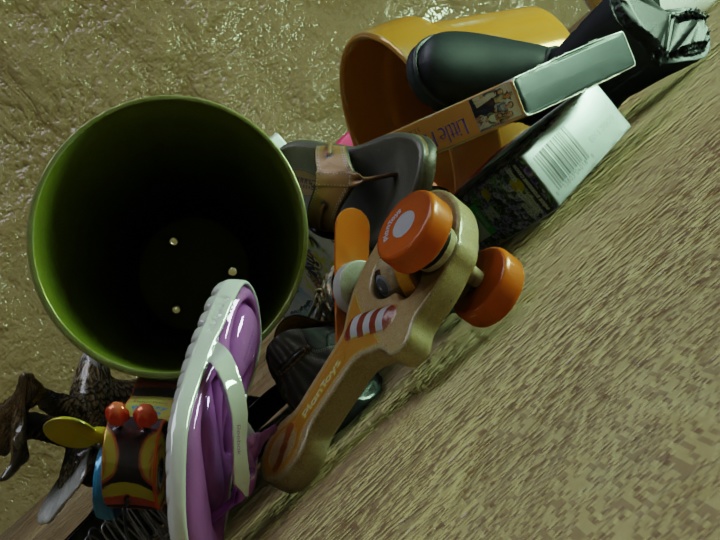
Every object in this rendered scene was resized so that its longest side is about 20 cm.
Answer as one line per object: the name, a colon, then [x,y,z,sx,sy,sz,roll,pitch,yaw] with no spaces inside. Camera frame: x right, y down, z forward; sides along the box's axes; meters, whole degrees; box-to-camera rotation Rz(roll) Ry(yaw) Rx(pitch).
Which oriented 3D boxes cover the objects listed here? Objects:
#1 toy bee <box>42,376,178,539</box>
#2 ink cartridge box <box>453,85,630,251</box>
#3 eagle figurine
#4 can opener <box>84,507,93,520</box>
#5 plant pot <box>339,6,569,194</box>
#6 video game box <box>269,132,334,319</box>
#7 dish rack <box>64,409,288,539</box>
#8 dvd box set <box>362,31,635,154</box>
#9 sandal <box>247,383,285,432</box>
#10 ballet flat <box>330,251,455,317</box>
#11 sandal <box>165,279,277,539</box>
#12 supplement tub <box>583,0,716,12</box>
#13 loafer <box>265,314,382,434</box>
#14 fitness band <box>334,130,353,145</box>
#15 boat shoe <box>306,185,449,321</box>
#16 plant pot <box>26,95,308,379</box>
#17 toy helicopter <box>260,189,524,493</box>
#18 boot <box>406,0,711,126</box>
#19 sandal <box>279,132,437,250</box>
toy bee: [-0.129,0.115,0.846,0.129,0.110,0.200,-7,31,-16]
ink cartridge box: [0.111,-0.061,1.054,0.109,0.050,0.200,-44,6,-34]
eagle figurine: [-0.191,0.107,1.077,0.151,0.198,0.153,35,114,49]
can opener: [-0.176,0.172,1.190,0.200,0.064,0.078,-44,6,-33]
plant pot: [0.107,-0.158,1.272,0.182,0.202,0.200,-25,-2,-22]
video game box: [-0.057,-0.017,1.234,0.047,0.182,0.200,-46,5,-23]
dish rack: [-0.138,0.165,0.984,0.199,0.055,0.154,-38,6,35]
dvd box set: [0.082,-0.112,0.981,0.146,0.030,0.199,-28,7,-43]
sandal: [-0.110,0.126,1.136,0.200,0.045,0.075,-41,-2,-10]
ballet flat: [0.033,0.002,0.951,0.200,0.067,0.068,164,111,-66]
sandal: [-0.075,0.084,0.792,0.049,0.083,0.205,-7,50,14]
supplement tub: [0.294,-0.320,1.382,0.145,0.146,0.200,-40,5,7]
loafer: [-0.027,0.058,0.937,0.073,0.072,0.200,-42,4,-1]
fitness band: [0.030,-0.089,1.434,0.037,0.144,0.200,-35,7,35]
boat shoe: [0.000,0.000,1.060,0.201,0.062,0.074,-56,29,37]
plant pot: [-0.131,-0.009,0.985,0.187,0.187,0.200,-41,-4,-7]
toy helicopter: [-0.002,0.039,0.804,0.201,0.079,0.132,-57,28,-1]
boot: [0.157,-0.178,1.073,0.168,0.198,0.077,-38,46,56]
sandal: [-0.019,-0.062,0.938,0.199,0.054,0.083,16,96,54]
